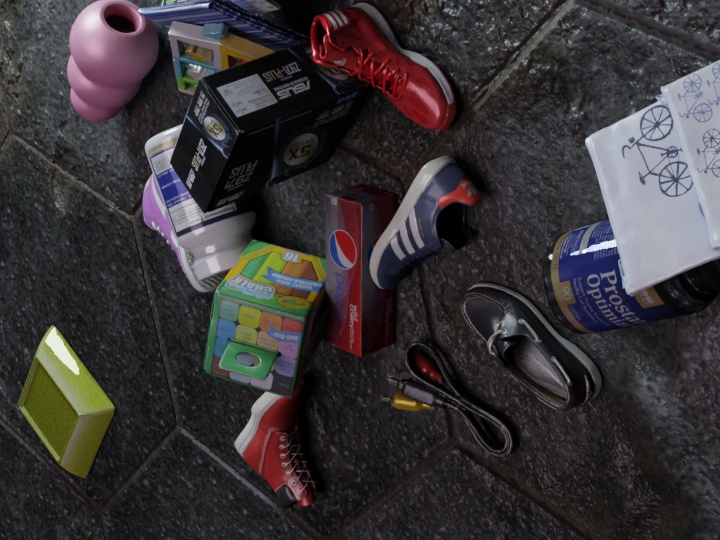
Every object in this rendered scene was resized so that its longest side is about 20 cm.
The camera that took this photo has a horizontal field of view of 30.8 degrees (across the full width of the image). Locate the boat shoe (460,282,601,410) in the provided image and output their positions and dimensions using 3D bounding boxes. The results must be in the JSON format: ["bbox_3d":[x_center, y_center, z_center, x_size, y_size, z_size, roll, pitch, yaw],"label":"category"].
[{"bbox_3d":[0.182,0.087,1.485,0.200,0.060,0.074,43,131,26],"label":"boat shoe"}]

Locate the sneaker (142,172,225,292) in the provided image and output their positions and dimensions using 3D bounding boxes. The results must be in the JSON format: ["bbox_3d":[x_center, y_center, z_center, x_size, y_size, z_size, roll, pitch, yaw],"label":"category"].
[{"bbox_3d":[-0.256,-0.054,1.870,0.114,0.072,0.202,-30,72,49],"label":"sneaker"}]

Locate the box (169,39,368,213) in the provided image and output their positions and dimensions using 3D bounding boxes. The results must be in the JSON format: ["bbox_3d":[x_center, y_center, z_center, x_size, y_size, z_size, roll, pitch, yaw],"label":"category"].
[{"bbox_3d":[-0.111,-0.176,1.565,0.086,0.199,0.164,53,144,15],"label":"box"}]

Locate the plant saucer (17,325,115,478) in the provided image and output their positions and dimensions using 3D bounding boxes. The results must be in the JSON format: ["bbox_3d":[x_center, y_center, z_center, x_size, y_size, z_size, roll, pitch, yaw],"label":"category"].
[{"bbox_3d":[-0.517,0.232,2.236,0.200,0.048,0.200,48,132,22],"label":"plant saucer"}]

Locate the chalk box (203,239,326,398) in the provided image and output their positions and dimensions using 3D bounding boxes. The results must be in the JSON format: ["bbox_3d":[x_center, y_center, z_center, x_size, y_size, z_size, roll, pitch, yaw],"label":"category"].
[{"bbox_3d":[-0.119,0.068,1.654,0.124,0.200,0.125,15,118,6],"label":"chalk box"}]

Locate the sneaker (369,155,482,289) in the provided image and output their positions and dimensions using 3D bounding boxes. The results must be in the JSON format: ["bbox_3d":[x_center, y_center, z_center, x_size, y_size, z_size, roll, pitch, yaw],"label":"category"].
[{"bbox_3d":[0.079,-0.036,1.537,0.084,0.075,0.201,44,133,19],"label":"sneaker"}]

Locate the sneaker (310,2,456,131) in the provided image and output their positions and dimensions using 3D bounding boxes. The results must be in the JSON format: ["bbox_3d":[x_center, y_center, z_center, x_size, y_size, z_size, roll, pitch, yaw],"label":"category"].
[{"bbox_3d":[0.013,-0.225,1.505,0.200,0.115,0.079,46,132,25],"label":"sneaker"}]

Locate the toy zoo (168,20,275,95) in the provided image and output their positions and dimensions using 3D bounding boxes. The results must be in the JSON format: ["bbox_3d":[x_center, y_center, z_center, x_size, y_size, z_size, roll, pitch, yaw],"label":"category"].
[{"bbox_3d":[-0.169,-0.252,1.620,0.130,0.021,0.200,17,164,0],"label":"toy zoo"}]

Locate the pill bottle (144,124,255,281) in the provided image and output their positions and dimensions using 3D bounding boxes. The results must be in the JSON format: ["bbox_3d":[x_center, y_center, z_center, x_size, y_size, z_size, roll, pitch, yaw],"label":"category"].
[{"bbox_3d":[-0.208,-0.096,1.770,0.115,0.115,0.202,-18,92,46],"label":"pill bottle"}]

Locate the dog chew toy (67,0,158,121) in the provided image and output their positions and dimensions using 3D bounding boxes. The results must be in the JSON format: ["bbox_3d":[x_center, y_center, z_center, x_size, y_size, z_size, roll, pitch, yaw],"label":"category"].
[{"bbox_3d":[-0.360,-0.288,1.858,0.125,0.124,0.200,53,142,17],"label":"dog chew toy"}]

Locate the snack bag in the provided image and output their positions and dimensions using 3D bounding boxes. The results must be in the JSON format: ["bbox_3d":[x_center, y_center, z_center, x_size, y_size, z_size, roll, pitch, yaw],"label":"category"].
[{"bbox_3d":[0.312,-0.096,1.230,0.199,0.021,0.190,-25,60,28],"label":"snack bag"}]

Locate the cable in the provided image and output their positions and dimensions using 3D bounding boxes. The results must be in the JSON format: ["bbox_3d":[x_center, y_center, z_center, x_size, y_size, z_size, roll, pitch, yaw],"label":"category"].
[{"bbox_3d":[0.115,0.153,1.605,0.199,0.050,0.098,23,103,24],"label":"cable"}]

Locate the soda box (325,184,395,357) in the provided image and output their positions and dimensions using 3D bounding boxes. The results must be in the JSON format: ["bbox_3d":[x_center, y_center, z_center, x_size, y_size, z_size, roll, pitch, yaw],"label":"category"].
[{"bbox_3d":[0.000,0.000,1.633,0.070,0.063,0.202,19,117,41],"label":"soda box"}]

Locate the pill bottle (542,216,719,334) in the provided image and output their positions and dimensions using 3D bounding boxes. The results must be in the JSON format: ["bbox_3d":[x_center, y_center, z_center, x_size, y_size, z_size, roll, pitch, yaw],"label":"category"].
[{"bbox_3d":[0.290,-0.005,1.310,0.199,0.111,0.113,-17,92,47],"label":"pill bottle"}]

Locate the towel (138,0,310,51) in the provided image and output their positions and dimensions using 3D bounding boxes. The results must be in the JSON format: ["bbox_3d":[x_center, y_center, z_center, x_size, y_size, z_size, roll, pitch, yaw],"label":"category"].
[{"bbox_3d":[-0.150,-0.294,1.594,0.144,0.199,0.024,4,82,45],"label":"towel"}]

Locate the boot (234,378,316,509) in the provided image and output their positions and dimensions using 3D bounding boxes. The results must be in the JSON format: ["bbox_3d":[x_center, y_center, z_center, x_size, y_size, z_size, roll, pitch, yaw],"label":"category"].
[{"bbox_3d":[-0.092,0.242,1.806,0.145,0.072,0.201,50,141,20],"label":"boot"}]

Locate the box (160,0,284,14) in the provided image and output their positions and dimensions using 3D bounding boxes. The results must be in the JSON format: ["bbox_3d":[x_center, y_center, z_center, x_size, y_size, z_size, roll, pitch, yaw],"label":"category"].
[{"bbox_3d":[-0.147,-0.401,1.589,0.199,0.047,0.195,3,75,45],"label":"box"}]
